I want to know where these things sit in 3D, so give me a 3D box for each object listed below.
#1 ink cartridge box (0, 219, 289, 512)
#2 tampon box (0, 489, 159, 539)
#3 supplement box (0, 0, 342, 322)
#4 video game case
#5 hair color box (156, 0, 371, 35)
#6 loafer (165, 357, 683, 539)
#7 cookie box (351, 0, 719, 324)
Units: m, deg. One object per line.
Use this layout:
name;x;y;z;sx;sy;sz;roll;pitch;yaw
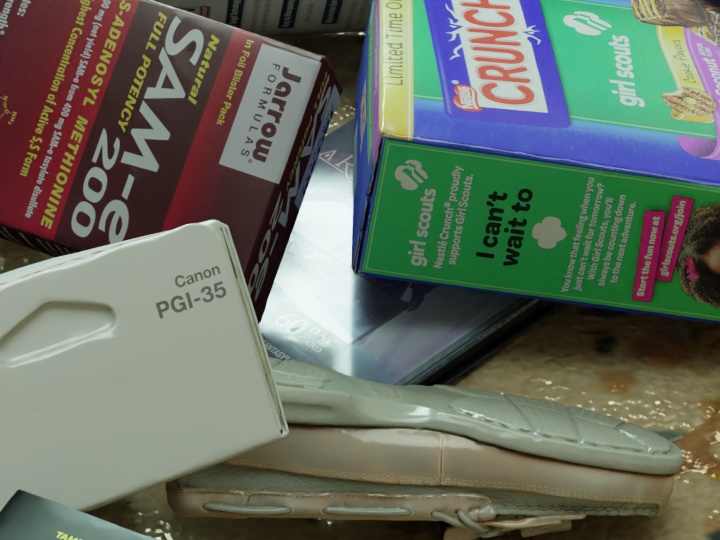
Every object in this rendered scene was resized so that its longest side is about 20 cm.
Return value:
ink cartridge box;-0.134;0.047;1.071;0.146;0.083;0.200;-19;3;-23
tampon box;-0.098;0.199;0.920;0.126;0.150;0.200;18;42;17
supplement box;-0.119;-0.062;1.217;0.199;0.061;0.109;18;83;9
video game case;0.000;0.000;1.266;0.143;0.019;0.200;33;50;32
hair color box;-0.002;-0.148;1.370;0.199;0.100;0.061;-3;82;-5
loafer;0.022;0.077;1.150;0.199;0.063;0.072;10;10;-6
cookie box;0.099;-0.057;1.263;0.199;0.075;0.171;7;32;-4
